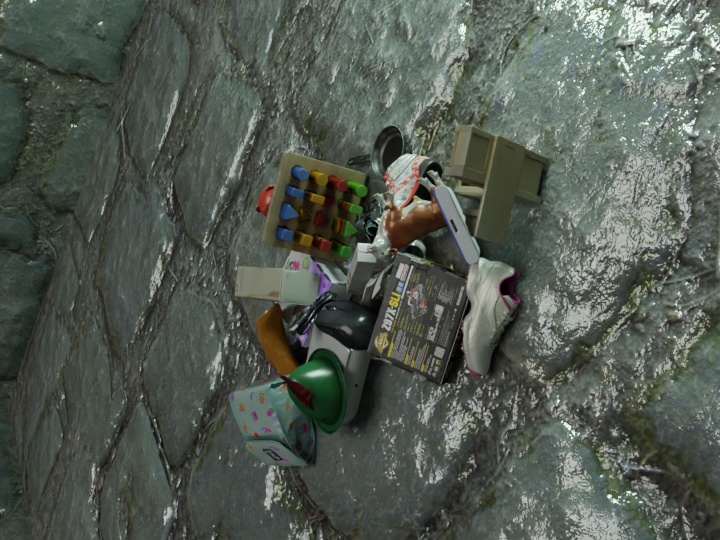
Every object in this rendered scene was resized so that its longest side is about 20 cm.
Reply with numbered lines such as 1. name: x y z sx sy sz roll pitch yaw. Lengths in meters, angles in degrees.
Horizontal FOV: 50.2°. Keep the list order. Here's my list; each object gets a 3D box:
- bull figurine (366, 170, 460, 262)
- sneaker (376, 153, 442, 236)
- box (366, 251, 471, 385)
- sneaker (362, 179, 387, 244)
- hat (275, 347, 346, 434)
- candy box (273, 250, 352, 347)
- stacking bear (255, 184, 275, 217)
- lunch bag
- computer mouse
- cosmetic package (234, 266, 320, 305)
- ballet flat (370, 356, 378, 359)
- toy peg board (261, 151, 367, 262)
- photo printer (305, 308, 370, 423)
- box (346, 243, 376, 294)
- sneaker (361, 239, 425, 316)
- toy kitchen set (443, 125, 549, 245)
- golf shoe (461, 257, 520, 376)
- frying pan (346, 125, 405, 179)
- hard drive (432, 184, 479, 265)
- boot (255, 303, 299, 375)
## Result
1. bull figurine: 0.091 -0.101 1.452 0.065 0.197 0.123 -135 22 -78
2. sneaker: 0.076 -0.141 1.542 0.203 0.067 0.107 -58 38 -1
3. box: 0.114 0.087 1.413 0.157 0.049 0.204 20 99 25
4. sneaker: 0.043 -0.113 1.587 0.076 0.078 0.203 -51 43 39
5. hat: -0.137 0.241 1.519 0.165 0.173 0.204 39 126 47
6. candy box: -0.114 0.051 1.754 0.200 0.071 0.170 48 119 47
7. stacking bear: -0.139 -0.139 1.732 0.122 0.197 0.115 -49 46 32
8. lunch bag: -0.192 0.349 1.739 0.169 0.121 0.204 -16 92 45
9. computer mouse: -0.041 0.097 1.538 0.198 0.138 0.053 19 139 36
10. cosmetic package: -0.188 0.034 1.714 0.198 0.104 0.073 3 85 53
11. ballet flat: 0.067 0.104 1.519 0.201 0.056 0.067 -52 45 31
12. toy peg board: -0.086 -0.128 1.641 0.098 0.196 0.204 28 104 64
13. photo printer: -0.053 0.206 1.614 0.166 0.068 0.203 45 130 48
14. box: 0.000 0.000 1.568 0.200 0.041 0.040 108 164 -69
15. sneaker: 0.059 0.032 1.520 0.201 0.066 0.091 -53 12 28
16. toy kitchen set: 0.183 -0.137 1.314 0.179 0.197 0.167 12 89 52
17. golf shoe: 0.223 0.082 1.314 0.090 0.075 0.205 5 93 34
18. frying pan: 0.039 -0.234 1.664 0.189 0.030 0.117 -37 53 45
19. hard drive: 0.166 -0.079 1.308 0.025 0.200 0.134 -25 90 10
20. boot: -0.178 0.170 1.752 0.145 0.070 0.202 53 155 15
